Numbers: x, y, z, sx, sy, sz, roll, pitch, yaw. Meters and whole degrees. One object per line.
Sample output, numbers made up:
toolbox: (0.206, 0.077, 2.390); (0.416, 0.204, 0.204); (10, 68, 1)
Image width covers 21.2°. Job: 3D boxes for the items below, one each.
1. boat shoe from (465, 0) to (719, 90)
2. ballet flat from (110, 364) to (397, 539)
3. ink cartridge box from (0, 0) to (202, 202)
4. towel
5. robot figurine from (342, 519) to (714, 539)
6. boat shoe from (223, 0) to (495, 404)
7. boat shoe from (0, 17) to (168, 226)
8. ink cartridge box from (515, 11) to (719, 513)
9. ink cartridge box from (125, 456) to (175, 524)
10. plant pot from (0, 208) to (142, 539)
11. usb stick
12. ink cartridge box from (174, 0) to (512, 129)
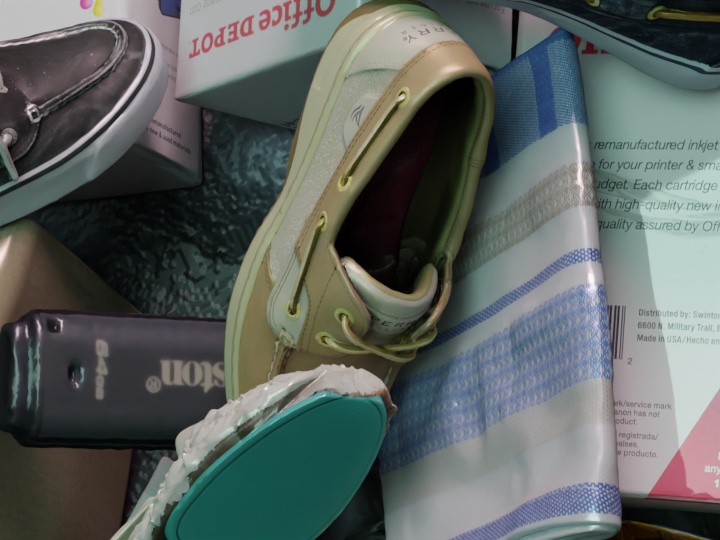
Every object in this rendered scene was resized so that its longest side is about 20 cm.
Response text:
boat shoe: (0.066, -0.137, 0.696); (0.199, 0.091, 0.071); (20, 66, 0)
ballet flat: (-0.065, 0.099, 0.740); (0.072, 0.072, 0.201); (45, 111, 22)
ink cartridge box: (-0.155, -0.139, 0.908); (0.144, 0.087, 0.202); (-5, 77, 20)
towel: (0.046, 0.024, 0.748); (0.147, 0.024, 0.202); (-34, 52, 53)
robot figurine: (0.073, 0.164, 0.782); (0.198, 0.058, 0.147); (-4, 78, 19)
boat shoe: (0.000, 0.000, 0.737); (0.066, 0.073, 0.202); (40, 123, 51)
boat shoe: (-0.164, -0.060, 0.769); (0.198, 0.068, 0.074); (-30, 50, -21)
ink cartridge box: (0.134, -0.006, 0.775); (0.143, 0.084, 0.202); (2, 81, 21)
ink cartridge box: (-0.050, 0.195, 0.775); (0.199, 0.044, 0.174); (26, 81, 35)
plant pot: (-0.205, 0.059, 0.844); (0.199, 0.200, 0.178); (19, 77, 23)
usb stick: (-0.052, 0.047, 0.793); (0.033, 0.198, 0.056); (2, 88, 62)
ink cartridge box: (-0.006, -0.173, 0.826); (0.147, 0.085, 0.202); (-11, 72, 54)
